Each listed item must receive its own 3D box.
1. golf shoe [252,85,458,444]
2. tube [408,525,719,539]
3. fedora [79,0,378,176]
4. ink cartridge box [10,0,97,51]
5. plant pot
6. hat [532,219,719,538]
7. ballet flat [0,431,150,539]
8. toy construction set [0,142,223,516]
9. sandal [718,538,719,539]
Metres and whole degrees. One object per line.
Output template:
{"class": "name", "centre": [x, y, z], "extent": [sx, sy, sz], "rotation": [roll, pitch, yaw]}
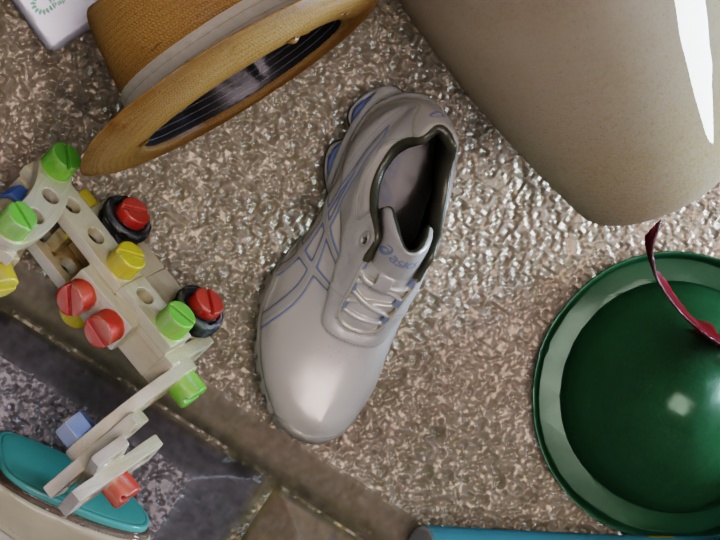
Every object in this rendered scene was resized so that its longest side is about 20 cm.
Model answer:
{"class": "golf shoe", "centre": [0.000, 0.000, 1.600], "extent": [0.078, 0.097, 0.200], "rotation": [15, 93, -18]}
{"class": "tube", "centre": [0.124, 0.177, 1.677], "extent": [0.200, 0.050, 0.078], "rotation": [8, 107, -20]}
{"class": "fedora", "centre": [-0.080, -0.125, 1.523], "extent": [0.200, 0.201, 0.082], "rotation": [-32, 88, -10]}
{"class": "ink cartridge box", "centre": [-0.141, -0.251, 1.566], "extent": [0.196, 0.043, 0.200], "rotation": [-36, 103, -8]}
{"class": "plant pot", "centre": [0.122, -0.130, 1.592], "extent": [0.187, 0.187, 0.200], "rotation": [-30, 116, -10]}
{"class": "hat", "centre": [0.190, 0.076, 1.614], "extent": [0.200, 0.176, 0.166], "rotation": [20, 90, -16]}
{"class": "ballet flat", "centre": [-0.208, 0.109, 1.578], "extent": [0.200, 0.069, 0.070], "rotation": [32, 87, -14]}
{"class": "toy construction set", "centre": [-0.148, 0.021, 1.546], "extent": [0.131, 0.092, 0.200], "rotation": [-30, 93, -55]}
{"class": "sandal", "centre": [0.253, 0.121, 1.677], "extent": [0.200, 0.045, 0.075], "rotation": [-57, 150, -9]}
